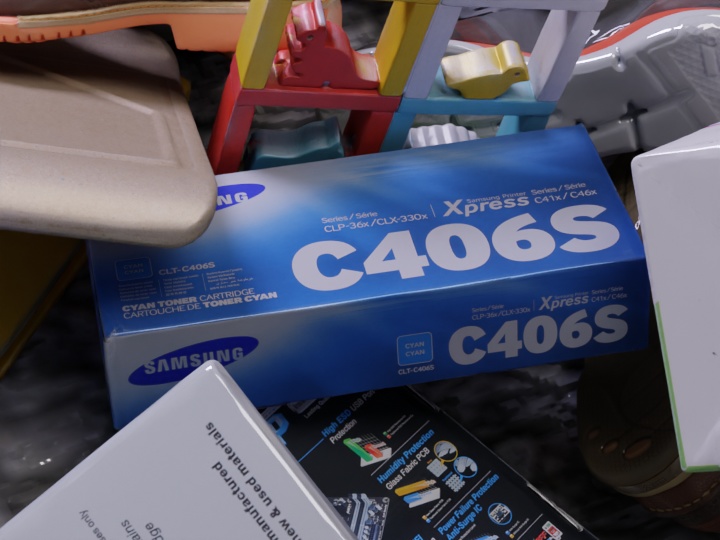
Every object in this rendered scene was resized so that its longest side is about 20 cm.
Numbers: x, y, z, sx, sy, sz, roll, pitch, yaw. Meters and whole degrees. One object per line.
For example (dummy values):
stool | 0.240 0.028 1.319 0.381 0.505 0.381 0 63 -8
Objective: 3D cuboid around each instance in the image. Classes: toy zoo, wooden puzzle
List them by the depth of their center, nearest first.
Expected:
wooden puzzle | -0.152 -0.057 0.840 0.183 0.038 0.200 7 21 -11
toy zoo | 0.013 -0.069 0.873 0.130 0.201 0.021 1 53 -17

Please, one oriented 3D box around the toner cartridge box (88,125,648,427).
toner cartridge box | 0.000 0.000 0.845 0.198 0.043 0.095 -9 35 -7

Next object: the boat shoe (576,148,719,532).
boat shoe | 0.131 0.023 0.937 0.067 0.072 0.201 40 37 -31

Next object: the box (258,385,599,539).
box | -0.016 0.129 0.809 0.159 0.046 0.200 38 51 14

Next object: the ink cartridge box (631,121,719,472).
ink cartridge box | 0.170 -0.003 0.862 0.200 0.067 0.118 -21 102 -64

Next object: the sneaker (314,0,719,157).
sneaker | 0.080 -0.084 0.974 0.198 0.078 0.082 -3 32 10

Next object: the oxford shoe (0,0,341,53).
oxford shoe | -0.105 -0.128 0.879 0.198 0.074 0.071 2 18 -2

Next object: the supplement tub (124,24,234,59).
supplement tub | -0.118 -0.179 0.966 0.199 0.123 0.123 28 50 5

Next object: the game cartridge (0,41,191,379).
game cartridge | -0.193 -0.058 0.910 0.199 0.033 0.177 26 50 6

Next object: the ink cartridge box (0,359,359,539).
ink cartridge box | -0.085 0.134 0.669 0.200 0.147 0.083 -38 73 -4
